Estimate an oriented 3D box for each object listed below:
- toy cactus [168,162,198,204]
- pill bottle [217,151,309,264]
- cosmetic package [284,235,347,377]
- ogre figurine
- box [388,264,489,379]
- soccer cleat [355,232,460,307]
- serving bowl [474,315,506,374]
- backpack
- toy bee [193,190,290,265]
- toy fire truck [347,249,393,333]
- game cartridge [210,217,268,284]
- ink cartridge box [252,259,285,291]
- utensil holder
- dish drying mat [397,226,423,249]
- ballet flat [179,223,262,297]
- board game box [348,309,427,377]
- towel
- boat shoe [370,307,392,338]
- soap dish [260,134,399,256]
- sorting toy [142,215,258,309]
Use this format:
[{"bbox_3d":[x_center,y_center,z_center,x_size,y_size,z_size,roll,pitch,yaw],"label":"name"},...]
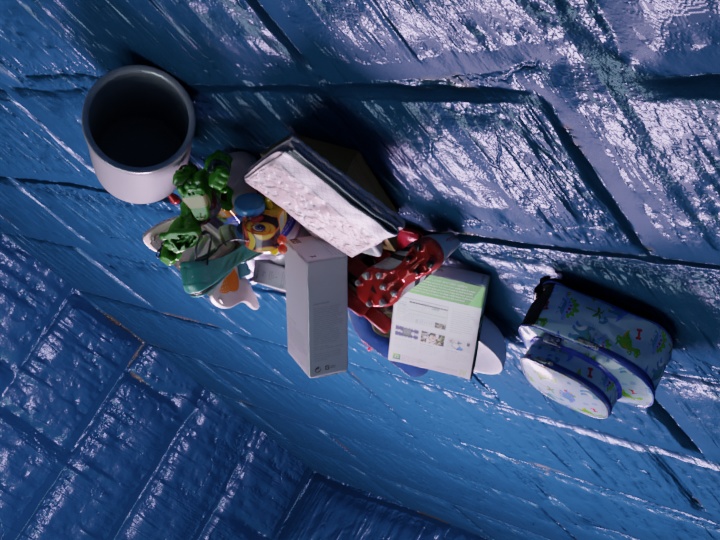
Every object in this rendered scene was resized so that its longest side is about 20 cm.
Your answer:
[{"bbox_3d":[-0.334,-0.166,1.970,0.165,0.102,0.200,50,164,-24],"label":"toy cactus"},{"bbox_3d":[-0.168,-0.096,1.838,0.112,0.112,0.200,14,156,41],"label":"pill bottle"},{"bbox_3d":[-0.069,0.055,1.737,0.102,0.074,0.201,-138,45,-56],"label":"cosmetic package"},{"bbox_3d":[-0.244,-0.105,1.678,0.098,0.120,0.200,13,127,-1],"label":"ogre figurine"},{"bbox_3d":[0.123,0.077,1.777,0.144,0.036,0.200,13,130,10],"label":"box"},{"bbox_3d":[0.070,-0.001,1.678,0.200,0.085,0.069,-36,83,45],"label":"soccer cleat"},{"bbox_3d":[0.167,0.098,1.902,0.200,0.066,0.200,27,162,9],"label":"serving bowl"},{"bbox_3d":[0.332,0.124,1.583,0.200,0.147,0.183,19,161,24],"label":"backpack"},{"bbox_3d":[-0.145,-0.062,1.677,0.108,0.200,0.131,20,155,21],"label":"toy bee"},{"bbox_3d":[0.000,0.000,1.837,0.168,0.112,0.200,40,-178,38],"label":"toy fire truck"},{"bbox_3d":[-0.191,-0.061,1.979,0.200,0.129,0.038,50,-164,-46],"label":"game cartridge"},{"bbox_3d":[-0.062,0.021,1.948,0.173,0.044,0.200,15,-173,35],"label":"ink cartridge box"},{"bbox_3d":[-0.348,-0.205,1.742,0.170,0.170,0.200,31,164,-3],"label":"utensil holder"},{"bbox_3d":[0.015,-0.073,1.765,0.200,0.018,0.077,22,161,26],"label":"dish drying mat"},{"bbox_3d":[-0.208,-0.031,1.712,0.067,0.200,0.071,-2,115,34],"label":"ballet flat"},{"bbox_3d":[0.042,0.127,2.049,0.200,0.158,0.039,37,118,-15],"label":"board game box"},{"bbox_3d":[-0.053,-0.095,1.528,0.200,0.032,0.191,37,160,-13],"label":"towel"},{"bbox_3d":[0.103,0.105,2.028,0.200,0.075,0.068,27,-164,-24],"label":"boat shoe"},{"bbox_3d":[-0.038,-0.112,1.637,0.157,0.081,0.200,18,158,34],"label":"soap dish"},{"bbox_3d":[-0.244,-0.004,1.902,0.200,0.107,0.180,37,170,33],"label":"sorting toy"}]
